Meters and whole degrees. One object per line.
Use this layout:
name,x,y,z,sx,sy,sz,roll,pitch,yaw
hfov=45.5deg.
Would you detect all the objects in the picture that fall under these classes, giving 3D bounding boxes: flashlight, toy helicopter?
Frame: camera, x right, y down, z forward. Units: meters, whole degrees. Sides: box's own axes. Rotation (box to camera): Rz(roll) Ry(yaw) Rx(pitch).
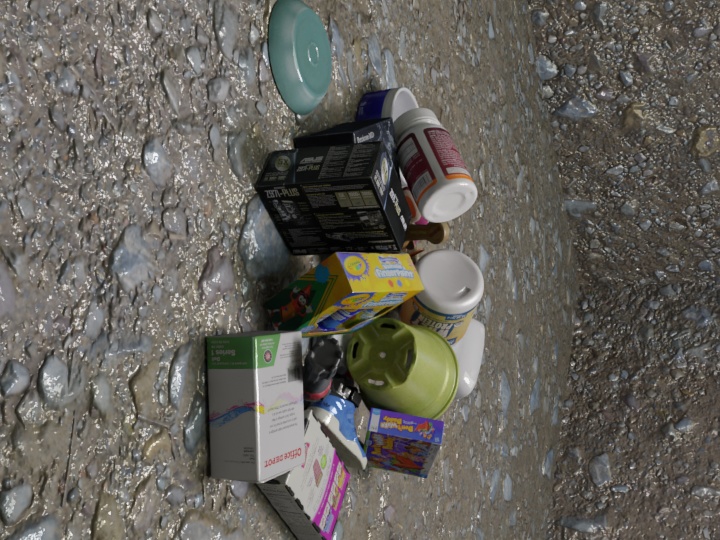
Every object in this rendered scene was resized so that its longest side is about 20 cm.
flashlight,-0.065,0.156,1.343,0.200,0.068,0.068,116,-42,-64
toy helicopter,0.088,-0.064,1.669,0.079,0.199,0.133,-8,97,-47

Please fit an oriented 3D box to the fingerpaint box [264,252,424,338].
fingerpaint box,-0.022,0.042,1.375,0.200,0.167,0.074,0,61,-54

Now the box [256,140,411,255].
box,-0.039,-0.111,1.369,0.164,0.199,0.086,64,34,-42

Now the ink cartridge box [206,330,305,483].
ink cartridge box,-0.148,0.191,1.239,0.145,0.084,0.201,2,86,-67

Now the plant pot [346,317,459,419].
plant pot,0.062,0.172,1.552,0.184,0.199,0.201,45,48,-63

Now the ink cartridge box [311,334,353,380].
ink cartridge box,-0.022,0.108,1.585,0.200,0.057,0.163,34,57,-57

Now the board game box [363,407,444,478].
board game box,0.074,0.324,1.596,0.200,0.134,0.045,96,5,-59

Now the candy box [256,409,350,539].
candy box,-0.090,0.336,1.394,0.200,0.061,0.137,67,32,-41

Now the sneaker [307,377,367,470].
sneaker,-0.026,0.266,1.526,0.200,0.076,0.112,57,48,-40

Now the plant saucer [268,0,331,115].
plant saucer,-0.094,-0.369,1.467,0.200,0.036,0.201,-2,90,-66

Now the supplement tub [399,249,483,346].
supplement tub,0.156,0.069,1.710,0.200,0.144,0.145,102,4,-53

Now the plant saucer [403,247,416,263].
plant saucer,0.077,-0.057,1.849,0.200,0.029,0.201,-2,90,-66

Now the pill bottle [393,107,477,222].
pill bottle,0.131,-0.200,1.605,0.114,0.114,0.201,46,20,-57

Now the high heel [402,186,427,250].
high heel,0.109,-0.134,1.792,0.200,0.067,0.096,88,22,-59

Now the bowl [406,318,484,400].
bowl,0.161,0.186,1.840,0.075,0.199,0.200,44,45,-32

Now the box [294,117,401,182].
box,-0.012,-0.160,1.542,0.197,0.117,0.201,-37,121,-62

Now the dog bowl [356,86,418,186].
dog bowl,0.064,-0.273,1.771,0.200,0.078,0.201,-2,90,-67
